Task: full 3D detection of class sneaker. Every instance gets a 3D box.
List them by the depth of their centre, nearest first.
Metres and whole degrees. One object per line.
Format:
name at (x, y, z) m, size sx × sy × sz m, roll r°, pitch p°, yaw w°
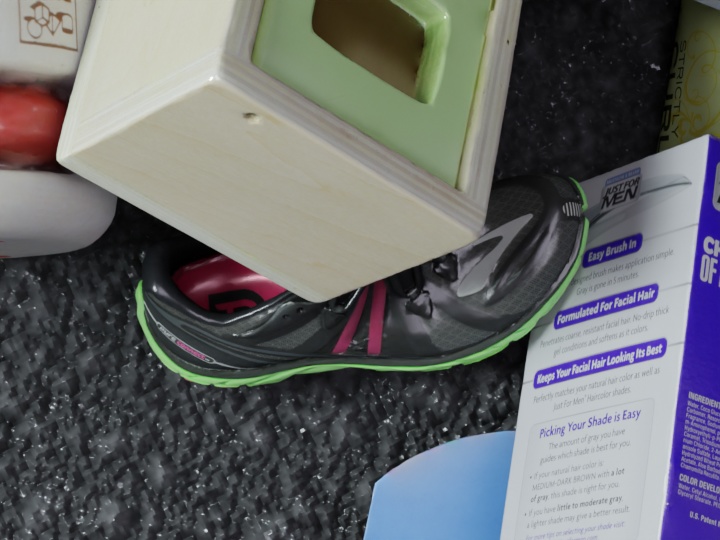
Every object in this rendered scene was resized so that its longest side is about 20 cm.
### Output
sneaker at (0.000, 0.000, 0.916) m, size 0.198 × 0.084 × 0.077 m, roll -15°, pitch 61°, yaw 5°

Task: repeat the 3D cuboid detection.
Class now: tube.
tube at (0.164, -0.084, 0.979) m, size 0.051 × 0.058 × 0.202 m, roll 9°, pitch 85°, yaw 5°

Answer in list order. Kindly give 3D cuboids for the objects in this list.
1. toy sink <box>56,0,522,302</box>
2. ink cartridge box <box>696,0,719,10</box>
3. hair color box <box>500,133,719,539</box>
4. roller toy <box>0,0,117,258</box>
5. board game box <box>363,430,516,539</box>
toy sink at (-0.015, -0.113, 0.840) m, size 0.130 × 0.112 × 0.202 m, roll 30°, pitch 58°, yaw -31°
ink cartridge box at (0.239, -0.143, 0.909) m, size 0.199 × 0.145 × 0.084 m, roll 13°, pitch 80°, yaw -39°
hair color box at (0.118, 0.057, 0.896) m, size 0.064 × 0.109 × 0.202 m, roll 19°, pitch 70°, yaw -28°
roller toy at (-0.185, -0.078, 0.864) m, size 0.198 × 0.182 × 0.141 m, roll 0°, pitch 87°, yaw -9°
board game box at (0.064, 0.169, 0.970) m, size 0.156 × 0.039 × 0.202 m, roll 11°, pitch 92°, yaw -13°
